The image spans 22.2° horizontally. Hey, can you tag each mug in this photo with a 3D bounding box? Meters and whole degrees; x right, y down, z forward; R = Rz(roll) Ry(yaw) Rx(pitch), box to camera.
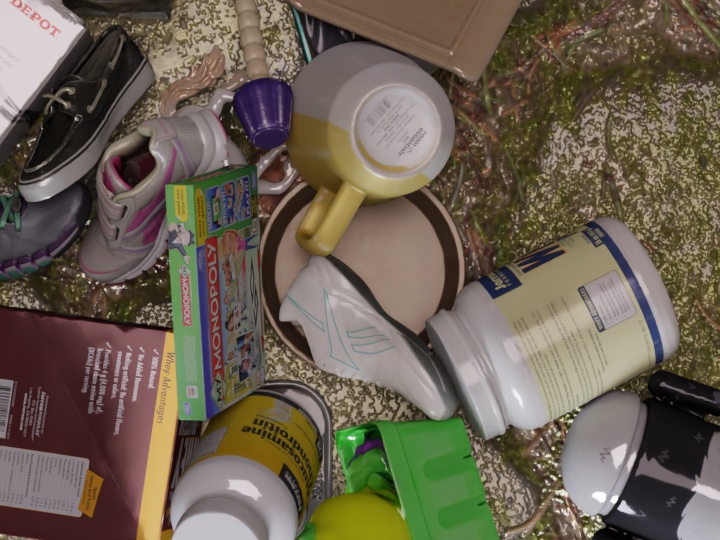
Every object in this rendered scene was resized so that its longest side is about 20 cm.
[{"bbox_3d":[0.017,-0.109,1.632,0.148,0.153,0.189,-3,97,-12],"label":"mug"}]

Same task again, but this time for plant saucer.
[{"bbox_3d":[0.000,0.000,1.726,0.198,0.029,0.202,0,87,-2],"label":"plant saucer"}]

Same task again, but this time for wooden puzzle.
[{"bbox_3d":[0.056,-0.282,1.683,0.199,0.037,0.186,25,73,12],"label":"wooden puzzle"}]

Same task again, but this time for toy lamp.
[{"bbox_3d":[-0.099,-0.202,1.680,0.058,0.058,0.201,-13,60,-2],"label":"toy lamp"}]

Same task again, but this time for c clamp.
[{"bbox_3d":[-0.108,0.199,1.710,0.169,0.027,0.202,6,87,-1],"label":"c clamp"}]

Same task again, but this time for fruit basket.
[{"bbox_3d":[0.017,0.238,1.643,0.214,0.155,0.218,3,80,-18],"label":"fruit basket"}]

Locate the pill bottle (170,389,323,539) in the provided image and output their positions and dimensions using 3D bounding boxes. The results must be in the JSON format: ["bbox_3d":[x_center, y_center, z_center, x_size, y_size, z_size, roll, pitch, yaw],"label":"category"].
[{"bbox_3d":[-0.101,0.194,1.591,0.111,0.200,0.113,4,114,8],"label":"pill bottle"}]

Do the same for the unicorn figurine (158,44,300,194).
[{"bbox_3d":[-0.122,-0.098,1.714,0.137,0.074,0.201,-32,72,-3],"label":"unicorn figurine"}]

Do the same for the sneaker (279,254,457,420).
[{"bbox_3d":[0.007,0.073,1.668,0.080,0.070,0.200,-48,68,7],"label":"sneaker"}]

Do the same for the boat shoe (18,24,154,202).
[{"bbox_3d":[-0.259,-0.144,1.659,0.064,0.070,0.201,59,42,-32],"label":"boat shoe"}]

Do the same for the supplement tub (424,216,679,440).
[{"bbox_3d":[0.173,0.055,1.667,0.199,0.145,0.146,-27,88,-5],"label":"supplement tub"}]

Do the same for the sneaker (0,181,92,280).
[{"bbox_3d":[-0.339,-0.035,1.652,0.199,0.088,0.075,-26,49,19],"label":"sneaker"}]

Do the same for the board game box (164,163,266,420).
[{"bbox_3d":[-0.124,0.016,1.595,0.029,0.134,0.202,2,101,19],"label":"board game box"}]

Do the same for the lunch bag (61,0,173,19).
[{"bbox_3d":[-0.222,-0.323,1.654,0.116,0.200,0.166,3,87,-2],"label":"lunch bag"}]

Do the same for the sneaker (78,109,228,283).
[{"bbox_3d":[-0.209,-0.071,1.663,0.200,0.088,0.082,-53,53,25],"label":"sneaker"}]

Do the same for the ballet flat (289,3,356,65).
[{"bbox_3d":[-0.049,-0.277,1.723,0.073,0.073,0.202,-22,93,-3],"label":"ballet flat"}]

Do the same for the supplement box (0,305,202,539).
[{"bbox_3d":[-0.250,0.141,1.646,0.198,0.133,0.199,8,86,5],"label":"supplement box"}]

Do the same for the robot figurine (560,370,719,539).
[{"bbox_3d":[0.280,0.188,1.678,0.198,0.125,0.151,22,44,-1],"label":"robot figurine"}]

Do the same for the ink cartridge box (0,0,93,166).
[{"bbox_3d":[-0.364,-0.183,1.697,0.146,0.086,0.201,37,85,1],"label":"ink cartridge box"}]

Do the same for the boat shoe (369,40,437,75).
[{"bbox_3d":[0.076,-0.245,1.723,0.200,0.069,0.072,-45,89,-4],"label":"boat shoe"}]
